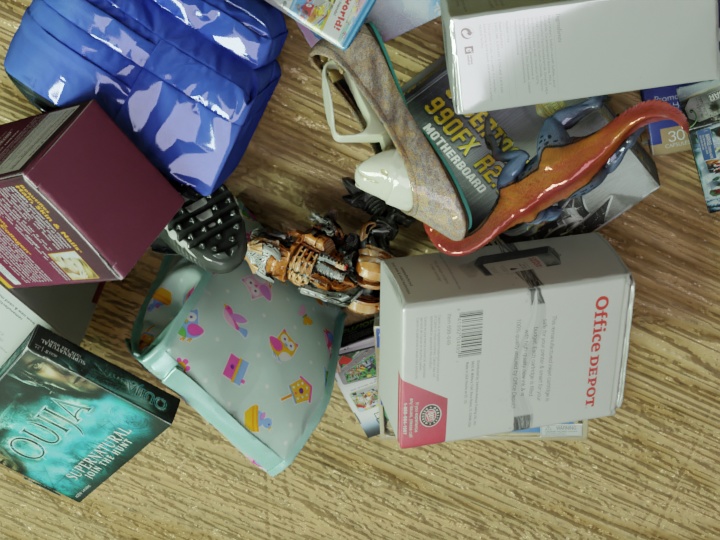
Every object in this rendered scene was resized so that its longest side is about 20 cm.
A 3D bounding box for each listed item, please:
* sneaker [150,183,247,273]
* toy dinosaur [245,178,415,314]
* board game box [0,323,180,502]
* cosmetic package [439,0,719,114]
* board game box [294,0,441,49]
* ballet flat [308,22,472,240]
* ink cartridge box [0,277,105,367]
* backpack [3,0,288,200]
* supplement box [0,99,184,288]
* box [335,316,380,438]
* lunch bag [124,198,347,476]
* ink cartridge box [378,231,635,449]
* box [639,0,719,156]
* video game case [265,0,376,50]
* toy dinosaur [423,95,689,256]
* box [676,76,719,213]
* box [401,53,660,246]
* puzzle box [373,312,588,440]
[{"bbox_3d":[-0.153,-0.045,1.241,0.066,0.200,0.091,-30,137,-21],"label":"sneaker"},{"bbox_3d":[0.000,0.000,1.262,0.200,0.136,0.102,33,118,-15],"label":"toy dinosaur"},{"bbox_3d":[-0.256,0.127,1.224,0.135,0.028,0.200,30,140,-17],"label":"board game box"},{"bbox_3d":[0.163,-0.185,1.100,0.199,0.113,0.081,-5,116,2],"label":"cosmetic package"},{"bbox_3d":[0.010,-0.286,1.140,0.199,0.041,0.200,-24,117,18],"label":"board game box"},{"bbox_3d":[0.016,-0.102,1.141,0.067,0.201,0.068,-23,165,-18],"label":"ballet flat"},{"bbox_3d":[-0.355,0.039,1.312,0.200,0.146,0.145,-37,113,24],"label":"ink cartridge box"},{"bbox_3d":[-0.169,-0.176,1.161,0.199,0.163,0.168,27,100,-1],"label":"backpack"},{"bbox_3d":[-0.244,-0.055,1.129,0.200,0.086,0.110,-4,133,52],"label":"supplement box"},{"bbox_3d":[0.074,0.080,1.364,0.199,0.035,0.110,-20,118,16],"label":"box"},{"bbox_3d":[-0.111,0.068,1.272,0.122,0.200,0.170,-31,116,29],"label":"lunch bag"},{"bbox_3d":[0.120,0.057,1.215,0.199,0.085,0.146,-6,122,-11],"label":"ink cartridge box"},{"bbox_3d":[0.282,-0.196,1.178,0.121,0.032,0.201,-10,119,11],"label":"box"},{"bbox_3d":[-0.060,-0.281,1.099,0.200,0.018,0.143,33,111,1],"label":"video game case"},{"bbox_3d":[0.134,-0.080,1.143,0.181,0.200,0.105,-43,95,-8],"label":"toy dinosaur"},{"bbox_3d":[0.333,-0.109,1.152,0.136,0.040,0.200,-15,160,14],"label":"box"},{"bbox_3d":[0.135,-0.107,1.235,0.158,0.048,0.200,-34,113,23],"label":"box"},{"bbox_3d":[0.114,0.098,1.336,0.199,0.025,0.134,-1,121,6],"label":"puzzle box"}]
